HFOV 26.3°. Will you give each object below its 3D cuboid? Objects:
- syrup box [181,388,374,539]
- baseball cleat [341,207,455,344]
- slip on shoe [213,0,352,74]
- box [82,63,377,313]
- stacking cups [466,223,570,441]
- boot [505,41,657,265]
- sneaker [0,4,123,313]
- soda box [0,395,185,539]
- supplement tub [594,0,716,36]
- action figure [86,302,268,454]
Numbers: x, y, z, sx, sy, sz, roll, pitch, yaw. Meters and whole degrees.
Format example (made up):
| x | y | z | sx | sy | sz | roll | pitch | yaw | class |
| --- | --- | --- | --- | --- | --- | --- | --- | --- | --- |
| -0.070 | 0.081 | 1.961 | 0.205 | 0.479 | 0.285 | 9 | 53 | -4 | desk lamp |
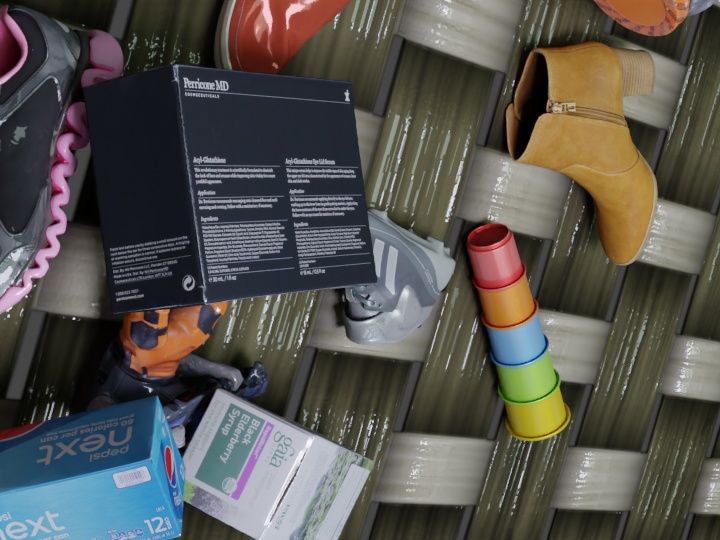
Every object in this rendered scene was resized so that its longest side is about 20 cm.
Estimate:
| x | y | z | sx | sy | sz | roll | pitch | yaw | class |
| --- | --- | --- | --- | --- | --- | --- | --- | --- | --- |
| -0.060 | 0.147 | 1.104 | 0.079 | 0.081 | 0.200 | -64 | 162 | -5 | syrup box |
| 0.000 | 0.000 | 1.171 | 0.200 | 0.070 | 0.107 | 23 | 89 | -45 | baseball cleat |
| -0.032 | -0.204 | 1.073 | 0.200 | 0.061 | 0.074 | -53 | 135 | -14 | slip on shoe |
| -0.077 | -0.051 | 0.982 | 0.200 | 0.079 | 0.142 | -5 | 90 | -59 | box |
| 0.135 | 0.050 | 1.332 | 0.060 | 0.060 | 0.201 | -34 | 122 | -30 | stacking cups |
| 0.185 | -0.096 | 1.322 | 0.144 | 0.071 | 0.202 | -9 | 108 | -35 | boot |
| -0.219 | -0.071 | 0.933 | 0.095 | 0.079 | 0.201 | 29 | 69 | -38 | sneaker |
| -0.212 | 0.141 | 0.947 | 0.199 | 0.068 | 0.064 | -13 | 121 | 4 | soda box |
| 0.279 | -0.300 | 1.288 | 0.200 | 0.122 | 0.123 | -50 | 132 | -18 | supplement tub |
| -0.134 | 0.057 | 1.075 | 0.200 | 0.104 | 0.194 | -12 | 123 | -70 | action figure |
